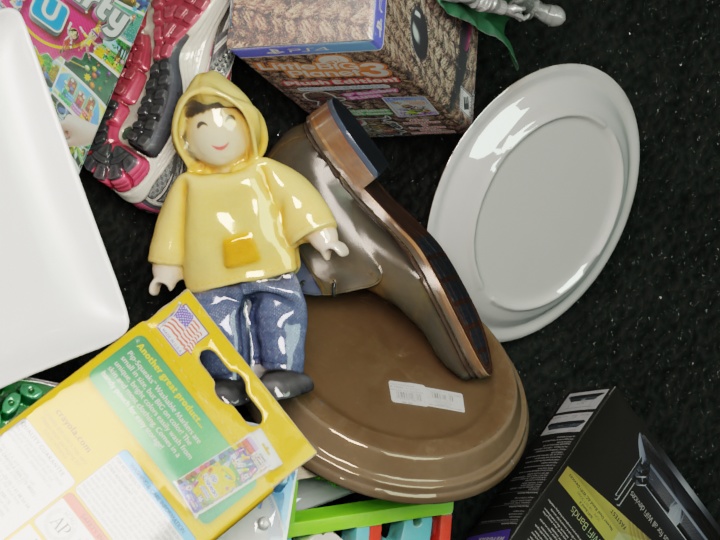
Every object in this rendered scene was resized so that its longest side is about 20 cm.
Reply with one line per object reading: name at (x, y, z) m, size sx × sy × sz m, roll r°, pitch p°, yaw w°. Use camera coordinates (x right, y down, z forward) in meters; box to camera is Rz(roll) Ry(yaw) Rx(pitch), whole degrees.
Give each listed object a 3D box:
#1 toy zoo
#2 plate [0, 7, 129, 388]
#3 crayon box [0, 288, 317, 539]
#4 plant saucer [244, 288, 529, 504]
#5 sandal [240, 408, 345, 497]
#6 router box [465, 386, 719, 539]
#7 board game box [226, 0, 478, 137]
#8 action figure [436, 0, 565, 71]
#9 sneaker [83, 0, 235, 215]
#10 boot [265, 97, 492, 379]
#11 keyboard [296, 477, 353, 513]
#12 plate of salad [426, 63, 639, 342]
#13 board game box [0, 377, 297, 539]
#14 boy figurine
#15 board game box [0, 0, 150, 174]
toy zoo at (-0.004, 0.208, 1.713) m, size 0.130 × 0.020 × 0.202 m, roll -6°, pitch 108°, yaw -32°
plate at (-0.236, -0.027, 1.497) m, size 0.199 × 0.032 × 0.201 m, roll -24°, pitch 96°, yaw -45°
crayon box at (-0.141, 0.122, 1.562) m, size 0.200 × 0.052 × 0.126 m, roll -38°, pitch 86°, yaw -18°
plant saucer at (0.016, 0.065, 1.715) m, size 0.199 × 0.030 × 0.201 m, roll 14°, pitch 39°, yaw -12°
sandal at (-0.068, 0.119, 1.709) m, size 0.199 × 0.048 × 0.076 m, roll -19°, pitch 96°, yaw -27°
router box at (0.177, 0.207, 1.883) m, size 0.200 × 0.052 × 0.157 m, roll 53°, pitch 55°, yaw -20°
board game box at (0.001, -0.188, 1.725) m, size 0.200 × 0.096 × 0.161 m, roll 33°, pitch 58°, yaw -66°
action figure at (0.082, -0.196, 1.735) m, size 0.200 × 0.054 × 0.119 m, roll 4°, pitch 88°, yaw -66°
sneaker at (-0.110, -0.130, 1.699) m, size 0.075 × 0.080 × 0.201 m, roll 38°, pitch 67°, yaw -45°
boot at (0.000, 0.000, 1.718) m, size 0.201 × 0.097 × 0.075 m, roll 58°, pitch 12°, yaw 4°
keyboard at (-0.067, 0.131, 1.677) m, size 0.199 × 0.011 × 0.057 m, roll -18°, pitch 91°, yaw -28°
plate of salad at (0.112, -0.048, 1.838) m, size 0.199 × 0.048 × 0.201 m, roll -23°, pitch 127°, yaw -35°
board game box at (-0.143, 0.171, 1.589) m, size 0.199 × 0.026 × 0.201 m, roll 12°, pitch 74°, yaw -10°
boy figurine at (-0.069, -0.021, 1.628) m, size 0.064 × 0.123 × 0.202 m, roll -20°, pitch 105°, yaw -78°
board game box at (-0.214, -0.149, 1.619) m, size 0.147 × 0.064 × 0.201 m, roll 35°, pitch 61°, yaw -30°
